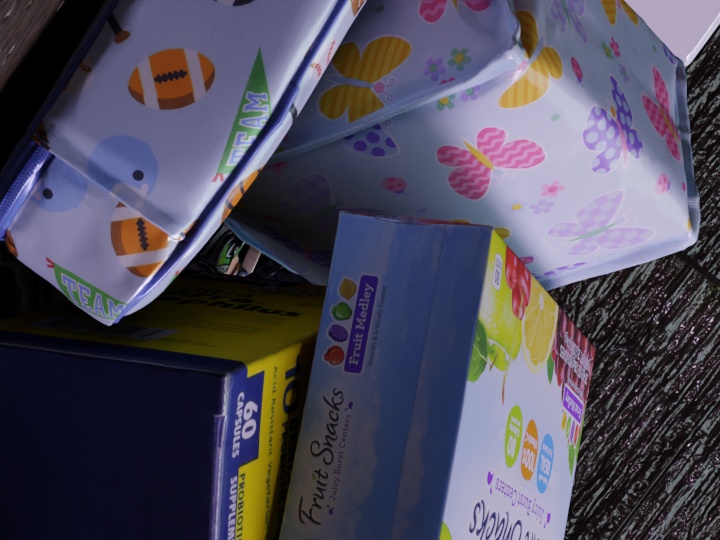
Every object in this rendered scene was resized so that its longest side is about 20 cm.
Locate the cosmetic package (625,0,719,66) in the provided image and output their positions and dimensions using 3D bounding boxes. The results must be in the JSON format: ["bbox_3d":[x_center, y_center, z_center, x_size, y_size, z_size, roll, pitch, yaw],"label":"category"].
[{"bbox_3d":[0.143,-0.238,1.024,0.123,0.200,0.199,-54,180,28],"label":"cosmetic package"}]

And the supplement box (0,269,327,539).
[{"bbox_3d":[-0.063,0.068,0.726,0.200,0.109,0.109,-21,116,-70],"label":"supplement box"}]

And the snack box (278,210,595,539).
[{"bbox_3d":[0.034,0.086,0.744,0.200,0.067,0.169,41,58,-65],"label":"snack box"}]

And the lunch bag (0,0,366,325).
[{"bbox_3d":[-0.056,-0.072,0.661,0.200,0.075,0.160,-54,-175,2],"label":"lunch bag"}]

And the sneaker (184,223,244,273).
[{"bbox_3d":[-0.102,-0.015,0.997,0.200,0.078,0.085,-83,-161,-77],"label":"sneaker"}]

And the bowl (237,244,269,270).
[{"bbox_3d":[-0.016,-0.058,1.051,0.200,0.039,0.201,-18,-111,58],"label":"bowl"}]

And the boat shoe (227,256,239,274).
[{"bbox_3d":[-0.100,-0.010,1.194,0.200,0.064,0.071,-54,180,18],"label":"boat shoe"}]

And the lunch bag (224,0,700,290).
[{"bbox_3d":[0.019,-0.063,0.801,0.200,0.169,0.128,-22,-126,29],"label":"lunch bag"}]

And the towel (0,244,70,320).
[{"bbox_3d":[-0.118,0.059,0.811,0.200,0.034,0.193,-58,154,-70],"label":"towel"}]

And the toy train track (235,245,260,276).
[{"bbox_3d":[-0.052,0.007,1.005,0.115,0.032,0.200,-114,-131,-84],"label":"toy train track"}]

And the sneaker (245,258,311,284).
[{"bbox_3d":[0.000,0.000,0.950,0.200,0.066,0.078,-36,172,-6],"label":"sneaker"}]
